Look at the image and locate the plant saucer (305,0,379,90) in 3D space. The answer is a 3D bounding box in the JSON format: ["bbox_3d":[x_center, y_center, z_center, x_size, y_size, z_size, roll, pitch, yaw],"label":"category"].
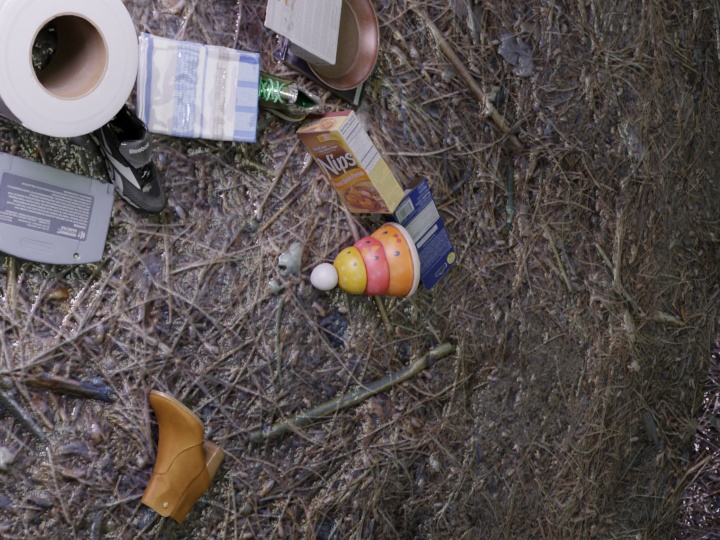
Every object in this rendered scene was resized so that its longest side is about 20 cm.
[{"bbox_3d":[-0.046,-0.423,1.512,0.198,0.036,0.205,-4,95,-43],"label":"plant saucer"}]

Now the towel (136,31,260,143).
[{"bbox_3d":[-0.250,-0.280,1.318,0.197,0.024,0.150,3,93,-26],"label":"towel"}]

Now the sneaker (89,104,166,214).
[{"bbox_3d":[-0.334,-0.167,1.239,0.066,0.090,0.202,-42,121,-32],"label":"sneaker"}]

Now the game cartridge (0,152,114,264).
[{"bbox_3d":[-0.445,-0.079,1.179,0.198,0.040,0.136,16,80,-44],"label":"game cartridge"}]

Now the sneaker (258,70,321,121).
[{"bbox_3d":[-0.143,-0.300,1.413,0.198,0.088,0.079,4,92,-44],"label":"sneaker"}]

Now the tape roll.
[{"bbox_3d":[-0.406,-0.286,1.091,0.201,0.138,0.206,-26,127,-40],"label":"tape roll"}]

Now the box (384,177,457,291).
[{"bbox_3d":[0.125,-0.071,1.738,0.121,0.032,0.202,-44,121,-32],"label":"box"}]

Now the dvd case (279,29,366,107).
[{"bbox_3d":[-0.054,-0.407,1.541,0.198,0.016,0.151,22,78,-42],"label":"dvd case"}]

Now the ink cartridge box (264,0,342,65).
[{"bbox_3d":[-0.100,-0.438,1.371,0.199,0.049,0.164,9,87,-57],"label":"ink cartridge box"}]

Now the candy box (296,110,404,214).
[{"bbox_3d":[-0.016,-0.192,1.530,0.056,0.114,0.201,-55,128,-26],"label":"candy box"}]

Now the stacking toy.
[{"bbox_3d":[0.000,0.000,1.577,0.197,0.145,0.149,-15,105,-26],"label":"stacking toy"}]

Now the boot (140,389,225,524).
[{"bbox_3d":[-0.301,0.299,1.330,0.145,0.070,0.202,-55,133,-29],"label":"boot"}]
